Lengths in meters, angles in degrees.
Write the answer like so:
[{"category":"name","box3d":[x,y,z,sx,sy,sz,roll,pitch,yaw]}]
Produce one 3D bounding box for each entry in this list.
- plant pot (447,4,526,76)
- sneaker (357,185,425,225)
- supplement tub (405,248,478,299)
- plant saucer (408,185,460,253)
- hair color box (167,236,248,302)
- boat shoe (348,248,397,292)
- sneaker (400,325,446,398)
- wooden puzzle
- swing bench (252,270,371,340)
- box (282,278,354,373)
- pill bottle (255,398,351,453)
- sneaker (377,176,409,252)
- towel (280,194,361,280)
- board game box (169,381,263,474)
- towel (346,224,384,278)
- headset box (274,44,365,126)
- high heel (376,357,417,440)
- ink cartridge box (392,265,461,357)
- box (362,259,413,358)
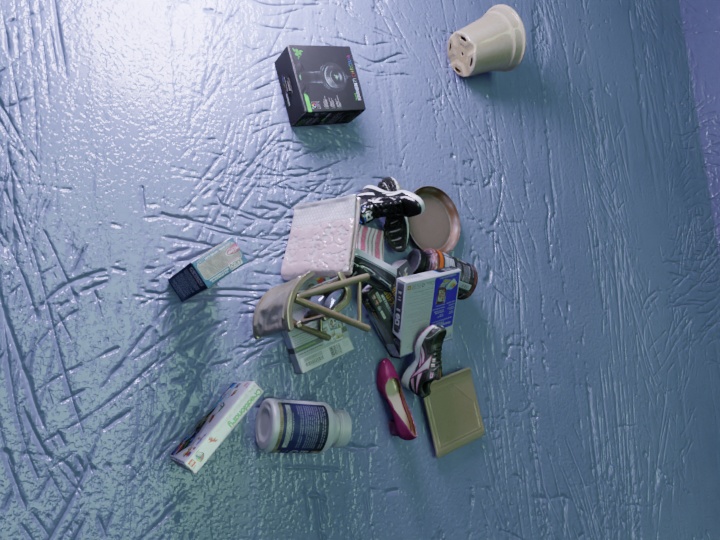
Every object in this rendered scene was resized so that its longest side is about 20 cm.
[{"category":"plant pot","box3d":[0.376,-0.695,1.726,0.182,0.200,0.203,-26,95,-22]},{"category":"sneaker","box3d":[0.057,-0.150,1.407,0.112,0.198,0.074,-45,134,-31]},{"category":"supplement tub","box3d":[0.218,0.005,1.522,0.198,0.106,0.109,20,71,-27]},{"category":"plant saucer","box3d":[0.201,-0.140,1.584,0.198,0.032,0.204,7,77,-32]},{"category":"hair color box","box3d":[-0.313,0.001,1.126,0.100,0.199,0.061,-38,101,-32]},{"category":"boat shoe","box3d":[0.000,0.000,1.329,0.198,0.071,0.069,25,65,-29]},{"category":"sneaker","box3d":[0.180,0.234,1.409,0.080,0.086,0.203,-5,122,-42]},{"category":"wooden puzzle","box3d":[0.250,0.382,1.513,0.183,0.037,0.204,-12,91,-34]},{"category":"swing bench","box3d":[-0.110,0.077,1.196,0.197,0.198,0.132,5,77,-31]},{"category":"box","box3d":[-0.115,0.122,1.325,0.154,0.041,0.203,-21,93,-34]},{"category":"pill bottle","box3d":[-0.123,0.346,1.233,0.197,0.111,0.113,12,74,-30]},{"category":"sneaker","box3d":[0.103,-0.149,1.495,0.079,0.073,0.204,6,74,-57]},{"category":"towel","box3d":[-0.092,-0.075,1.288,0.032,0.197,0.194,29,63,-50]},{"category":"board game box","box3d":[-0.291,0.310,1.124,0.035,0.126,0.200,48,60,-14]},{"category":"towel","box3d":[-0.005,-0.048,1.413,0.198,0.030,0.149,12,75,-43]},{"category":"headset box","box3d":[-0.108,-0.469,1.414,0.198,0.092,0.177,-12,87,-33]},{"category":"high heel","box3d":[0.095,0.319,1.386,0.066,0.095,0.204,-1,81,-32]},{"category":"ink cartridge box","box3d":[0.168,0.102,1.426,0.196,0.043,0.203,-11,113,-37]},{"category":"box","box3d":[0.099,0.100,1.445,0.158,0.048,0.202,-38,110,-31]}]
